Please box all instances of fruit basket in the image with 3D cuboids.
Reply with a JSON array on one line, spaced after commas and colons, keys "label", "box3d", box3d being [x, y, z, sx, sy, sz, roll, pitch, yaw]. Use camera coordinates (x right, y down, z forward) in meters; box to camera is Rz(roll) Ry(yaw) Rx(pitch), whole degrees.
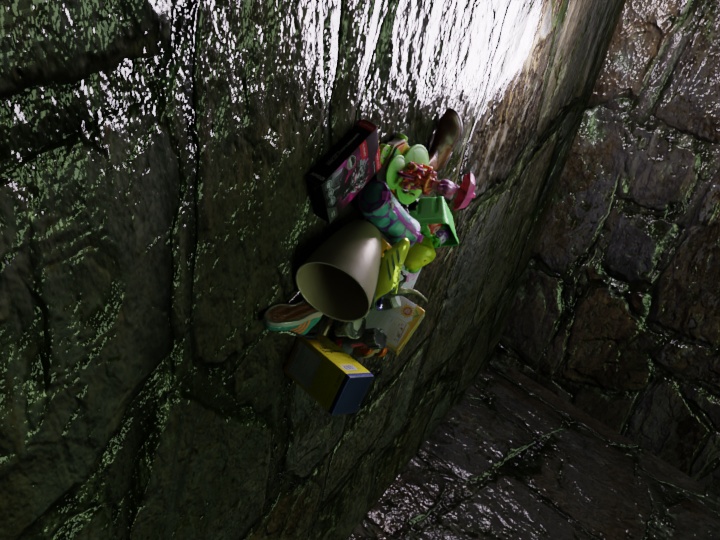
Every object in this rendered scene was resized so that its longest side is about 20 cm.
[{"label": "fruit basket", "box3d": [0.201, -0.092, 1.776, 0.215, 0.152, 0.221, -1, 90, -71]}]

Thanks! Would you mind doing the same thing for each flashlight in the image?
[{"label": "flashlight", "box3d": [-0.006, 0.200, 1.655, 0.067, 0.198, 0.070, 7, 76, -41]}]

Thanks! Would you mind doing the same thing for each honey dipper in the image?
[{"label": "honey dipper", "box3d": [-0.066, 0.112, 1.622, 0.203, 0.038, 0.038, -63, 156, 9]}]

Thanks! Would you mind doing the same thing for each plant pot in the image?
[{"label": "plant pot", "box3d": [-0.026, -0.019, 1.415, 0.189, 0.184, 0.201, 90, 23, -48]}]

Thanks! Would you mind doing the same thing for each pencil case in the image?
[{"label": "pencil case", "box3d": [0.073, -0.130, 1.454, 0.200, 0.091, 0.086, 40, 68, -50]}]

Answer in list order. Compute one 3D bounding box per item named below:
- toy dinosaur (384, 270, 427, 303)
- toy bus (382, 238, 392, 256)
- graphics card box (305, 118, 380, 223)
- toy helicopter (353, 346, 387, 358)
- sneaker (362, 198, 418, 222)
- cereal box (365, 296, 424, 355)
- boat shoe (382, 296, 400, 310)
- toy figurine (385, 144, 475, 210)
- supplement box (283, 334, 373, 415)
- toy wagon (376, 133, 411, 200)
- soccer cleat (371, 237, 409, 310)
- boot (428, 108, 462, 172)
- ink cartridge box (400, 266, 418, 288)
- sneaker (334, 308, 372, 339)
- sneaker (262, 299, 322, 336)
[{"label": "toy dinosaur", "box3d": [0.084, 0.041, 1.590, 0.048, 0.195, 0.090, -104, -164, -66]}, {"label": "toy bus", "box3d": [0.000, 0.000, 1.547, 0.201, 0.065, 0.078, -50, -178, -2]}, {"label": "graphics card box", "box3d": [-0.032, -0.216, 1.311, 0.200, 0.050, 0.126, -48, 154, -24]}, {"label": "toy helicopter", "box3d": [0.014, 0.151, 1.753, 0.078, 0.131, 0.204, 16, 78, -47]}, {"label": "sneaker", "box3d": [0.082, -0.148, 1.564, 0.200, 0.087, 0.075, -43, 151, -34]}, {"label": "cereal box", "box3d": [0.062, 0.122, 1.686, 0.145, 0.198, 0.040, -52, 160, -15]}, {"label": "boat shoe", "box3d": [0.052, 0.011, 1.641, 0.071, 0.062, 0.204, -35, 109, -76]}, {"label": "toy figurine", "box3d": [0.184, -0.211, 1.446, 0.199, 0.182, 0.153, -3, 111, -55]}, {"label": "supplement box", "box3d": [-0.083, 0.261, 1.535, 0.109, 0.199, 0.110, 11, 109, -54]}, {"label": "toy wagon", "box3d": [0.080, -0.253, 1.474, 0.200, 0.039, 0.158, 35, 76, -60]}, {"label": "soccer cleat", "box3d": [0.074, 0.010, 1.477, 0.064, 0.084, 0.202, -13, 141, -57]}, {"label": "boot", "box3d": [0.191, -0.318, 1.621, 0.200, 0.068, 0.190, -46, 165, -38]}, {"label": "ink cartridge box", "box3d": [0.145, -0.019, 1.890, 0.195, 0.043, 0.203, -13, 129, -59]}, {"label": "sneaker", "box3d": [-0.020, 0.103, 1.639, 0.077, 0.088, 0.201, 52, 44, -26]}, {"label": "sneaker", "box3d": [-0.158, 0.124, 1.410, 0.199, 0.071, 0.081, -9, 129, -55]}]
